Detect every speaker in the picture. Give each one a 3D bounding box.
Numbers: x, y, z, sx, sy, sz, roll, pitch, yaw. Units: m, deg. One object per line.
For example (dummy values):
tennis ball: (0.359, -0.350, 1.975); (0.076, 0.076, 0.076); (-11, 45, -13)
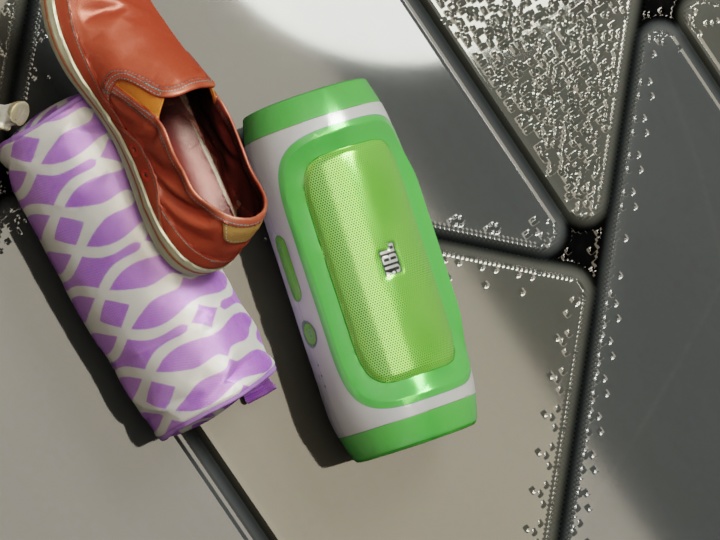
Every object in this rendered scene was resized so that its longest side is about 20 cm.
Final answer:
speaker: (0.000, 0.000, 1.608); (0.088, 0.088, 0.201); (-18, 89, -15)

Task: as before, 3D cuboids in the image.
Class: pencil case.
pencil case: (-0.121, -0.007, 1.584); (0.084, 0.085, 0.201); (-26, 91, 21)

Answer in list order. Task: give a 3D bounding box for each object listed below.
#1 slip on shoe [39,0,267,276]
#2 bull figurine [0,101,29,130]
slip on shoe: (-0.106, -0.097, 1.534); (0.074, 0.061, 0.201); (-22, 85, -47)
bull figurine: (-0.256, -0.078, 1.551); (0.121, 0.065, 0.200); (28, 85, 31)
